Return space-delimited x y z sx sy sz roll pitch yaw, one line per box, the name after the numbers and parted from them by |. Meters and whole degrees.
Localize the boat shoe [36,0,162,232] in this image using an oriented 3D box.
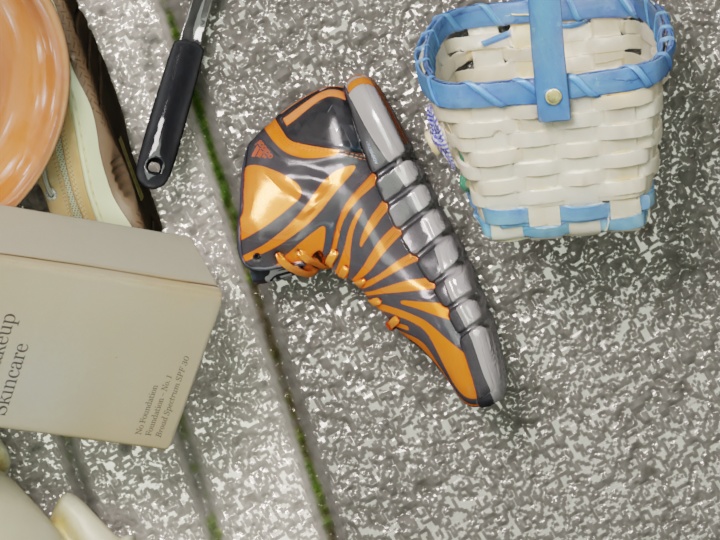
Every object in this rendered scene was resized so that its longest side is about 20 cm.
-0.170 -0.070 1.522 0.076 0.072 0.200 -17 96 7 | boat shoe

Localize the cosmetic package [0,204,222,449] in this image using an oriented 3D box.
-0.186 0.025 1.456 0.200 0.073 0.104 8 115 -26 | cosmetic package

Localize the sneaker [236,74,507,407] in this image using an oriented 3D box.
0.000 0.000 1.535 0.112 0.078 0.200 -27 85 6 | sneaker

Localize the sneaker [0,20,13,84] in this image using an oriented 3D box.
-0.261 -0.098 1.482 0.200 0.092 0.076 -50 60 15 | sneaker

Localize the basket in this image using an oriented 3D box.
0.098 -0.124 1.465 0.139 0.176 0.200 -2 107 3 | basket

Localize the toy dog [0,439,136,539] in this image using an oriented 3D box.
-0.219 0.184 1.516 0.194 0.140 0.200 -29 96 11 | toy dog

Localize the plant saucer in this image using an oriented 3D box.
-0.252 -0.096 1.434 0.200 0.037 0.200 -10 119 -20 | plant saucer

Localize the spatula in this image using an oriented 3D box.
-0.090 -0.141 1.525 0.056 0.021 0.200 16 89 -8 | spatula
